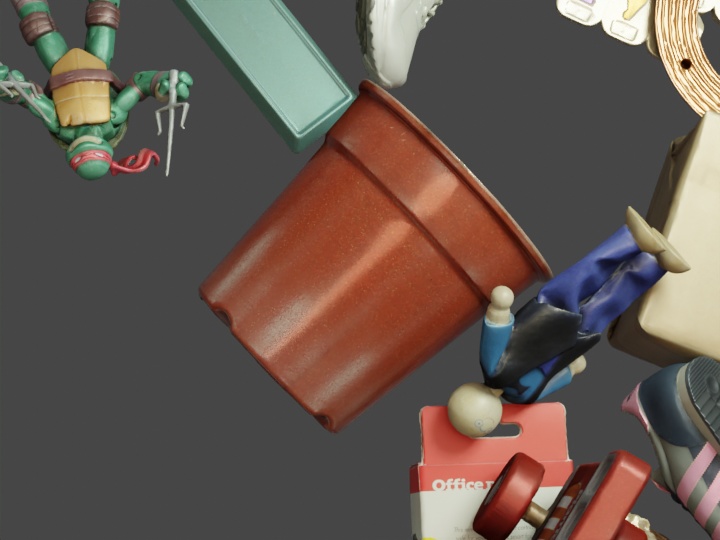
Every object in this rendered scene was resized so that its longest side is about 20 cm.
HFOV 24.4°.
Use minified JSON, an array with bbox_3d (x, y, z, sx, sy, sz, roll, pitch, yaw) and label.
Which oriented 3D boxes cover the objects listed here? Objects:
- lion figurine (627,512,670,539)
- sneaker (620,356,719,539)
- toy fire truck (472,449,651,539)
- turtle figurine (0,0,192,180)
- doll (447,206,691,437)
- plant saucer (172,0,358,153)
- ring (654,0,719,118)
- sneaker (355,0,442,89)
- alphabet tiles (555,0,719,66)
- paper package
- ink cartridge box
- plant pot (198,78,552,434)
[{"bbox_3d":[0.266,0.237,1.254,0.200,0.072,0.123,-1,73,-19],"label":"lion figurine"},{"bbox_3d":[0.262,0.162,1.224,0.070,0.082,0.200,-24,91,-47],"label":"sneaker"},{"bbox_3d":[0.118,0.211,1.116,0.112,0.168,0.200,33,81,3],"label":"toy fire truck"},{"bbox_3d":[-0.211,-0.143,1.252,0.149,0.101,0.200,-5,65,-20],"label":"turtle figurine"},{"bbox_3d":[0.135,0.041,1.181,0.200,0.136,0.048,-45,49,12],"label":"doll"},{"bbox_3d":[-0.085,-0.190,1.311,0.070,0.019,0.200,-38,85,-10],"label":"plant saucer"},{"bbox_3d":[0.332,-0.194,1.332,0.200,0.019,0.201,1,81,-4],"label":"ring"},{"bbox_3d":[0.051,-0.236,1.301,0.099,0.078,0.200,9,81,-7],"label":"sneaker"},{"bbox_3d":[0.245,-0.271,1.353,0.200,0.015,0.196,23,80,-1],"label":"alphabet tiles"},{"bbox_3d":[0.315,0.002,1.270,0.200,0.103,0.191,20,79,-1],"label":"paper package"},{"bbox_3d":[0.098,0.202,1.237,0.116,0.067,0.201,-1,81,-5],"label":"ink cartridge box"},{"bbox_3d":[0.000,0.000,1.209,0.195,0.201,0.201,-43,87,-1],"label":"plant pot"}]
